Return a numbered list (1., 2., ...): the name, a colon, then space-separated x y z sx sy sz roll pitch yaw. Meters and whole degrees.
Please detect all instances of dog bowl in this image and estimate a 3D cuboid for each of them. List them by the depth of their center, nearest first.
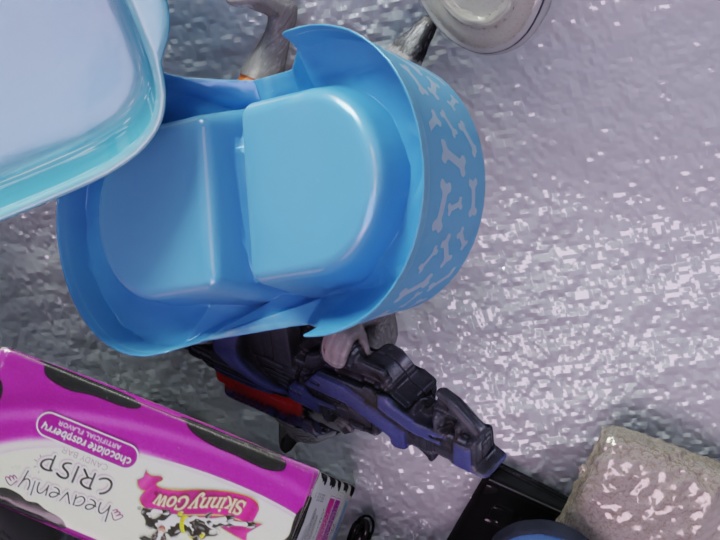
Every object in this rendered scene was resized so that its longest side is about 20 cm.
1. dog bowl: -0.036 -0.027 0.763 0.200 0.049 0.112 -9 84 42

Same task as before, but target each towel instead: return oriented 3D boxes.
1. towel: 0.131 0.169 0.908 0.132 0.035 0.200 20 120 -3

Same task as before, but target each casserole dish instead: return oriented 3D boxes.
1. casserole dish: -0.164 -0.075 0.764 0.199 0.039 0.121 -21 101 10

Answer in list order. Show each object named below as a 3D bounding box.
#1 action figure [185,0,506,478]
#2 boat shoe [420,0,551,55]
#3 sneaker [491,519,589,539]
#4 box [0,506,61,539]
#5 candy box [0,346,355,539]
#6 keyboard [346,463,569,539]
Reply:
1. action figure: 0.000 0.000 0.839 0.200 0.105 0.194 29 128 26
2. boat shoe: 0.037 -0.172 0.758 0.071 0.070 0.201 3 116 15
3. sneaker: 0.086 0.205 0.874 0.066 0.079 0.201 0 118 13
4. box: -0.230 0.132 0.833 0.171 0.200 0.199 -28 148 2
5. candy box: -0.080 0.092 0.852 0.136 0.200 0.061 21 85 7
6. keyboard: 0.031 0.170 0.957 0.127 0.021 0.200 25 119 -3
